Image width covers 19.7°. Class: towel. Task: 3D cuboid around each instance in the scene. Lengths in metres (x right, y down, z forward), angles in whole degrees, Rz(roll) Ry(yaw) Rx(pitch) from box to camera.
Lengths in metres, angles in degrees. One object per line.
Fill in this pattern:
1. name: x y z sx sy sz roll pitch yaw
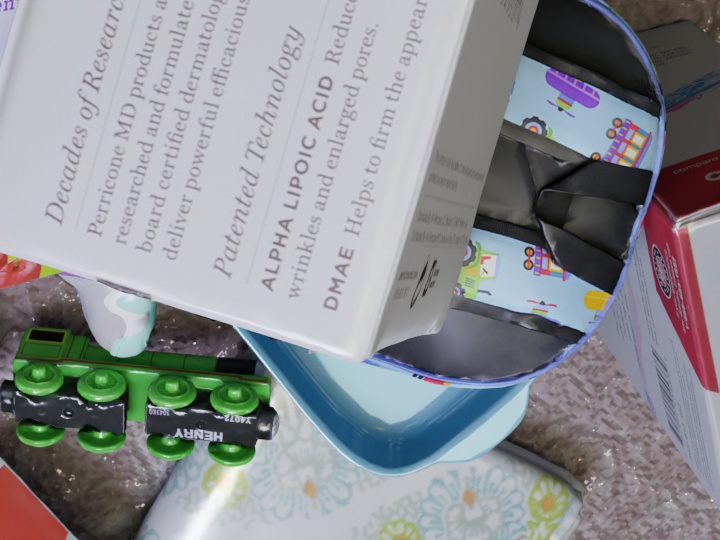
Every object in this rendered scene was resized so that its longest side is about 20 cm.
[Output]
1. towel: -0.006 0.138 1.035 0.199 0.048 0.172 26 105 -19

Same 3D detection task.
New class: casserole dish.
1. casserole dish: 0.000 0.000 0.952 0.121 0.039 0.200 -39 97 1

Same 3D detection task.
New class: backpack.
1. backpack: 0.019 -0.049 0.847 0.198 0.135 0.184 18 92 5

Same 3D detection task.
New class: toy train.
1. toy train: -0.134 0.053 0.952 0.198 0.057 0.042 6 122 2

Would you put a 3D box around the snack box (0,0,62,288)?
1. snack box: -0.156 -0.084 0.690 0.168 0.068 0.201 -18 129 -41

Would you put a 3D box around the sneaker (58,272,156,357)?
1. sneaker: -0.166 -0.050 0.913 0.139 0.078 0.202 -10 106 -3

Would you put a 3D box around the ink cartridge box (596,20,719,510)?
1. ink cartridge box: 0.153 -0.007 0.910 0.082 0.200 0.147 -18 116 -4

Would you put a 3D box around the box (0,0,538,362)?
1. box: -0.018 -0.085 0.682 0.130 0.199 0.202 17 93 8

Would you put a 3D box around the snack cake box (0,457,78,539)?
1. snack cake box: -0.150 0.201 0.972 0.200 0.067 0.115 49 57 -10
